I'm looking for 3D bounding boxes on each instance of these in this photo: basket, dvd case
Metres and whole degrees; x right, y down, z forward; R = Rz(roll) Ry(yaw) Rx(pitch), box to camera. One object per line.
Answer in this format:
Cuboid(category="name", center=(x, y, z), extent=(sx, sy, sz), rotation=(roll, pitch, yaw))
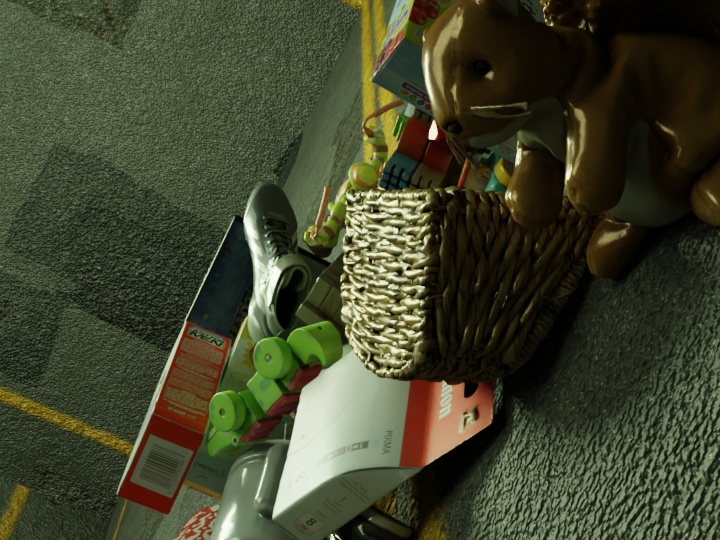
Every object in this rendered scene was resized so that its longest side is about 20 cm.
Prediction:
Cuboid(category="basket", center=(0.080, 0.011, 0.792), extent=(0.200, 0.147, 0.145), rotation=(-168, 80, -71))
Cuboid(category="dvd case", center=(-0.092, 0.042, 1.265), extent=(0.144, 0.198, 0.018), rotation=(-64, 9, -3))

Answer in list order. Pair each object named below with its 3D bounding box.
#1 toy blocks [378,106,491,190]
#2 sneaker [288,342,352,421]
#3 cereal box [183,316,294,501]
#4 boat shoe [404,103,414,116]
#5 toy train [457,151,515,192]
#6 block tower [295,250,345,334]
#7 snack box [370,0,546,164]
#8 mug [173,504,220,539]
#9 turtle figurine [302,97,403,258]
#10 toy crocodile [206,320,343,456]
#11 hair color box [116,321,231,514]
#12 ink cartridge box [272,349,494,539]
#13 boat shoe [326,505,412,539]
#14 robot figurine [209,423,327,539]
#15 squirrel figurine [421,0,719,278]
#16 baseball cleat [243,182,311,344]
Cuboid(category="toy blocks", center=(0.060, -0.098, 0.995), extent=(0.137, 0.099, 0.202), rotation=(-57, -11, -49))
Cuboid(category="sneaker", center=(-0.043, 0.144, 1.055), extent=(0.084, 0.076, 0.200), rotation=(-19, 15, 20))
Cuboid(category="cereal box", center=(-0.101, 0.170, 1.186), extent=(0.040, 0.142, 0.202), rotation=(-43, 24, 64))
Cuboid(category="boat shoe", center=(0.079, -0.122, 1.180), extent=(0.074, 0.066, 0.202), rotation=(63, -143, -54))
Cuboid(category="toy train", center=(0.086, -0.034, 0.976), extent=(0.202, 0.055, 0.150), rotation=(-67, 12, -5))
Cuboid(category="block tower", center=(0.000, 0.000, 1.171), extent=(0.058, 0.054, 0.200), rotation=(-58, -4, 36))
Cuboid(category="snack box", center=(0.113, -0.211, 0.933), extent=(0.068, 0.167, 0.202), rotation=(-44, 23, 51))
Cuboid(category="mug", center=(-0.174, 0.360, 1.136), extent=(0.200, 0.132, 0.180), rotation=(-71, 1, -79))
Cuboid(category="turtle figurine", center=(-0.005, -0.084, 1.165), extent=(0.202, 0.064, 0.161), rotation=(-62, 3, -26))
Cuboid(category="toy crocodile", center=(-0.084, 0.117, 1.011), extent=(0.067, 0.062, 0.200), rotation=(-2, -41, -52))
Cuboid(category="hair color box", center=(-0.199, 0.154, 1.149), extent=(0.201, 0.063, 0.112), rotation=(-85, 20, -67))
Cuboid(category="ink cartridge box", center=(0.019, 0.108, 0.848), extent=(0.200, 0.057, 0.163), rotation=(-44, 18, 29))
Cuboid(category="boat shoe", center=(-0.015, 0.216, 0.894), extent=(0.058, 0.066, 0.200), rotation=(-62, 14, -9))
Cuboid(category="robot figurine", center=(-0.084, 0.247, 1.024), extent=(0.201, 0.111, 0.171), rotation=(-78, -2, -50))
Cuboid(category="squirrel figurine", center=(0.130, -0.122, 0.620), extent=(0.202, 0.185, 0.141), rotation=(-67, 11, -13))
Cuboid(category="baseball cleat", center=(-0.086, -0.017, 1.184), extent=(0.106, 0.069, 0.203), rotation=(-34, 55, 54))
